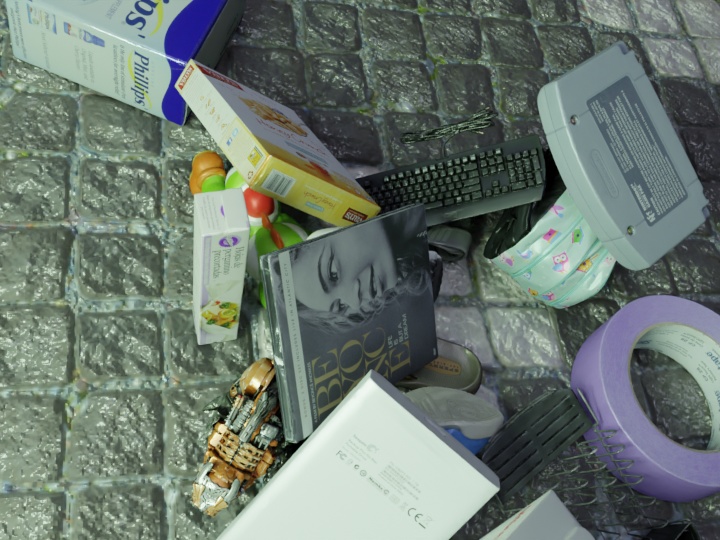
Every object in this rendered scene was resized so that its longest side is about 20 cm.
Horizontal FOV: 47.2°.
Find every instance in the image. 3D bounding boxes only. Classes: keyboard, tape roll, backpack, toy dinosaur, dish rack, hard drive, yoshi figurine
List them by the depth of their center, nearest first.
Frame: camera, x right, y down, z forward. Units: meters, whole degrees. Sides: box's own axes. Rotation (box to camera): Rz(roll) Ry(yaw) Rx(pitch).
[{"bbox_3d":[-0.007,0.192,0.646,0.132,0.200,0.026,40,15,-4],"label":"hard drive"},{"bbox_3d":[-0.071,0.116,0.692,0.199,0.136,0.102,-36,78,-21],"label":"toy dinosaur"},{"bbox_3d":[0.203,0.213,0.748,0.153,0.055,0.201,-31,90,-29],"label":"dish rack"},{"bbox_3d":[-0.096,-0.028,0.812,0.112,0.112,0.201,23,29,-51],"label":"yoshi figurine"},{"bbox_3d":[0.085,-0.106,0.842,0.198,0.021,0.128,-12,59,14],"label":"keyboard"},{"bbox_3d":[0.320,0.129,0.845,0.198,0.066,0.202,7,60,-12],"label":"tape roll"},{"bbox_3d":[0.225,-0.063,0.875,0.126,0.167,0.200,37,64,1],"label":"backpack"}]

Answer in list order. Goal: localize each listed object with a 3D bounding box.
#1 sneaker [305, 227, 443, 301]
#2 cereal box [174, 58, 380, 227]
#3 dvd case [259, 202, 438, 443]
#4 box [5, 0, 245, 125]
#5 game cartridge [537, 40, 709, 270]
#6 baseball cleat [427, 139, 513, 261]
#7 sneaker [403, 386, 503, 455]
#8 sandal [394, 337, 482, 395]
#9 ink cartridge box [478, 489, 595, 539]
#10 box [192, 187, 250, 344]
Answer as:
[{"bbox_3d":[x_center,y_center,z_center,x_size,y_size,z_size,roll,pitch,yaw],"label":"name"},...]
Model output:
[{"bbox_3d":[0.000,0.000,0.772,0.081,0.200,0.076,15,89,33],"label":"sneaker"},{"bbox_3d":[-0.082,-0.121,0.791,0.143,0.040,0.200,20,23,-45],"label":"cereal box"},{"bbox_3d":[0.000,0.036,0.692,0.199,0.016,0.150,-22,111,-47],"label":"dvd case"},{"bbox_3d":[-0.244,-0.286,0.889,0.199,0.105,0.185,22,59,-4],"label":"box"},{"bbox_3d":[0.255,-0.109,0.804,0.133,0.041,0.201,-32,97,-30],"label":"game cartridge"},{"bbox_3d":[0.114,-0.069,0.902,0.199,0.070,0.107,-23,76,-15],"label":"baseball cleat"},{"bbox_3d":[0.046,0.175,0.738,0.076,0.112,0.199,27,21,38],"label":"sneaker"},{"bbox_3d":[0.029,0.081,0.793,0.198,0.055,0.082,14,59,-9],"label":"sandal"},{"bbox_3d":[0.090,0.287,0.584,0.146,0.200,0.146,52,32,15],"label":"ink cartridge box"},{"bbox_3d":[-0.122,0.004,0.707,0.038,0.200,0.042,-9,62,-17],"label":"box"}]
